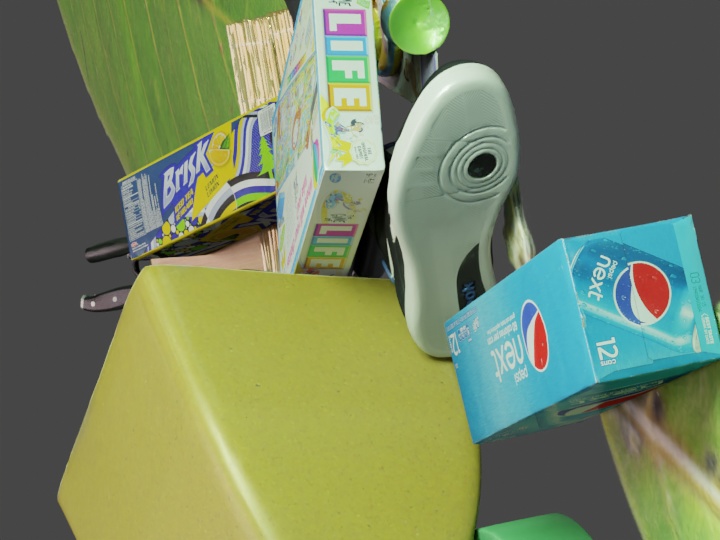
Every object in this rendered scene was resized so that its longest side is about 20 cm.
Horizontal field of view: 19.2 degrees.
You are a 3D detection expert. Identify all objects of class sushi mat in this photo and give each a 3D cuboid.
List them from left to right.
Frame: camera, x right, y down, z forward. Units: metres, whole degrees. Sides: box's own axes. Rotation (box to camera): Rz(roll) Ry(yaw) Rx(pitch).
[{"bbox_3d":[-0.049,-0.087,1.517,0.096,0.012,0.200,-7,92,43],"label":"sushi mat"}]

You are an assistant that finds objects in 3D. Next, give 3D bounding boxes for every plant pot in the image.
[{"bbox_3d":[-0.040,0.139,1.219,0.196,0.194,0.200,-66,33,35],"label":"plant pot"}]

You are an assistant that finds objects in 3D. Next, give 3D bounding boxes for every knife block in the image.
[{"bbox_3d":[-0.122,-0.010,1.614,0.200,0.175,0.064,153,106,-75],"label":"knife block"}]

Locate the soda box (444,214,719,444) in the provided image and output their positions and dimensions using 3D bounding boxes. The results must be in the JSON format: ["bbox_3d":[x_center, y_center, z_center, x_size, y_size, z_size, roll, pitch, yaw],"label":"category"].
[{"bbox_3d":[0.101,0.032,1.012,0.200,0.064,0.068,135,123,-73],"label":"soda box"}]

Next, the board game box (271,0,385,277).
[{"bbox_3d":[-0.022,-0.074,1.245,0.200,0.034,0.135,111,158,-65],"label":"board game box"}]

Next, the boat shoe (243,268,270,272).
[{"bbox_3d":[-0.096,0.047,1.545,0.200,0.072,0.068,157,122,-67],"label":"boat shoe"}]

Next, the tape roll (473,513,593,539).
[{"bbox_3d":[0.105,0.235,1.163,0.200,0.048,0.201,170,90,-76],"label":"tape roll"}]

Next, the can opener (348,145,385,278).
[{"bbox_3d":[0.000,0.000,1.414,0.066,0.053,0.200,52,151,32],"label":"can opener"}]

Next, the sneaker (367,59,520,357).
[{"bbox_3d":[0.034,-0.056,1.189,0.112,0.073,0.200,-116,20,-44],"label":"sneaker"}]

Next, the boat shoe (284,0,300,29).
[{"bbox_3d":[-0.050,-0.217,1.423,0.073,0.063,0.200,-139,41,-68],"label":"boat shoe"}]

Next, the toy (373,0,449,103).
[{"bbox_3d":[0.002,-0.161,1.293,0.200,0.047,0.115,-143,47,-69],"label":"toy"}]

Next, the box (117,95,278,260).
[{"bbox_3d":[-0.085,-0.063,1.493,0.200,0.070,0.064,-21,78,48],"label":"box"}]
